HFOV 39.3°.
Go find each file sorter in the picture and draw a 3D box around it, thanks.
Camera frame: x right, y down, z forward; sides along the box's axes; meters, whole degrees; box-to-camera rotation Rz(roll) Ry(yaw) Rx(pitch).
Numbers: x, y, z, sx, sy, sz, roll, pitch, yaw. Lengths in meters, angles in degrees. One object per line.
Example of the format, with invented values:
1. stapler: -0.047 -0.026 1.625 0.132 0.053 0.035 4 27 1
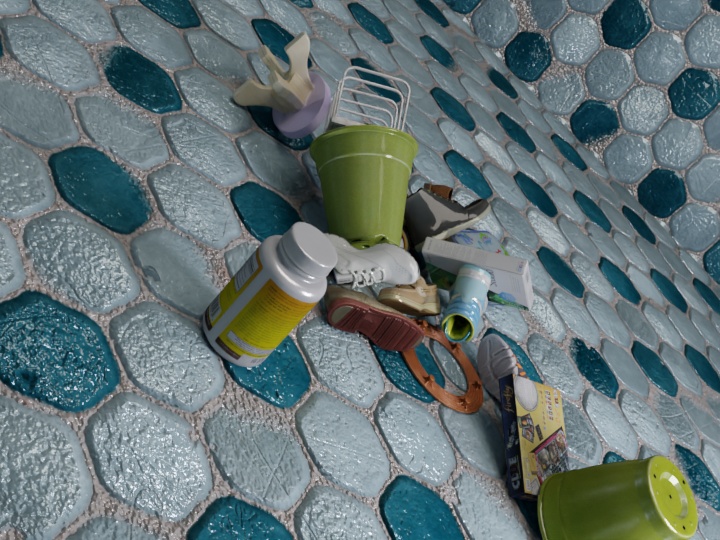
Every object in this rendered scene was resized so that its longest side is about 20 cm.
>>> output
1. file sorter: 0.005 -0.275 1.884 0.136 0.200 0.127 14 73 -8

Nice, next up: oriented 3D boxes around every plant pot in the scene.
1. plant pot: 0.009 -0.125 1.775 0.198 0.198 0.194 17 64 -43
2. plant pot: 0.415 0.385 1.586 0.199 0.192 0.203 27 46 -32

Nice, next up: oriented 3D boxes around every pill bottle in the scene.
1. pill bottle: -0.120 0.030 1.363 0.108 0.200 0.110 33 29 -21

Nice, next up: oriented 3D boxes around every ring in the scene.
1. ring: 0.144 0.161 1.760 0.199 0.019 0.202 35 29 -22

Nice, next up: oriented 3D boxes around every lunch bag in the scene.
1. lunch bag: 0.244 -0.008 2.071 0.199 0.082 0.162 -3 54 -56

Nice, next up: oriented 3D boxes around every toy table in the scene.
1. toy table: -0.140 -0.351 1.920 0.117 0.184 0.200 45 1 -34

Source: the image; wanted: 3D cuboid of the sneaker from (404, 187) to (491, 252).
1. sneaker: 0.164 -0.123 1.934 0.198 0.074 0.108 -28 94 -35

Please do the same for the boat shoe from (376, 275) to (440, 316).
1. boat shoe: 0.082 0.041 1.752 0.199 0.070 0.066 16 73 -64

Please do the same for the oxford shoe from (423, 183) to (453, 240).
1. oxford shoe: 0.157 -0.086 1.994 0.072 0.070 0.203 79 14 -62

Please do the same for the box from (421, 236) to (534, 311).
1. box: 0.218 0.008 1.862 0.197 0.037 0.145 15 -24 23

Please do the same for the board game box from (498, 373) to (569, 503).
1. board game box: 0.296 0.288 1.702 0.134 0.034 0.204 22 56 -38

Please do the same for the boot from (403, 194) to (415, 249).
1. boot: 0.053 -0.138 1.996 0.200 0.071 0.145 38 26 -22

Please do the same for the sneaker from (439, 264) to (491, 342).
1. sneaker: 0.184 0.084 1.849 0.078 0.201 0.132 17 68 12

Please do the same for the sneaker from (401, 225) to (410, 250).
1. sneaker: 0.017 -0.109 1.897 0.201 0.075 0.090 53 22 17

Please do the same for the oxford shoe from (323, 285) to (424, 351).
1. oxford shoe: 0.024 0.072 1.660 0.198 0.071 0.075 27 26 -34

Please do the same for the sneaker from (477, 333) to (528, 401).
1. sneaker: 0.287 0.211 1.846 0.111 0.077 0.203 6 56 -57

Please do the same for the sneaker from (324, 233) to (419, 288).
1. sneaker: 0.000 0.000 1.666 0.196 0.076 0.088 7 37 15
